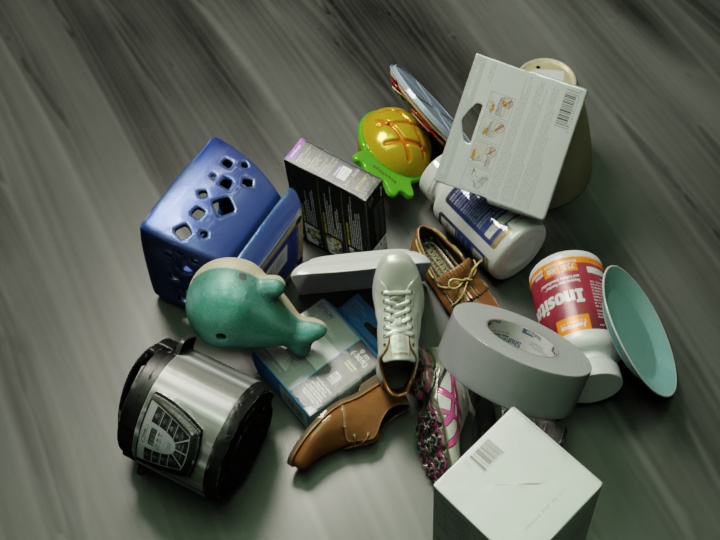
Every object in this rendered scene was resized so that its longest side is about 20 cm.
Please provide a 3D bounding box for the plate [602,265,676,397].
[{"bbox_3d":[0.388,0.089,1.625,0.025,0.199,0.202,-29,51,30],"label":"plate"}]

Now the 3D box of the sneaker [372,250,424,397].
[{"bbox_3d":[0.056,0.077,1.565,0.072,0.202,0.085,-3,15,-6],"label":"sneaker"}]

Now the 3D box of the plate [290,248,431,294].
[{"bbox_3d":[0.000,0.000,1.679,0.197,0.200,0.033,-5,82,0],"label":"plate"}]

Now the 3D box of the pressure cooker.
[{"bbox_3d":[-0.239,0.201,1.570,0.198,0.179,0.177,24,60,14],"label":"pressure cooker"}]

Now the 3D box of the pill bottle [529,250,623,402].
[{"bbox_3d":[0.315,0.081,1.655,0.112,0.113,0.202,-7,56,-2],"label":"pill bottle"}]

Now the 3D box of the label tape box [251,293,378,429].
[{"bbox_3d":[-0.038,0.120,1.679,0.199,0.066,0.143,-36,62,-17],"label":"label tape box"}]

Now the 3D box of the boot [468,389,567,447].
[{"bbox_3d":[0.223,0.171,1.641,0.130,0.070,0.202,0,62,-6],"label":"boot"}]

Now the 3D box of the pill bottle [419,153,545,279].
[{"bbox_3d":[0.184,-0.090,1.776,0.110,0.111,0.200,-33,61,-18],"label":"pill bottle"}]

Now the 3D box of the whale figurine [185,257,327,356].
[{"bbox_3d":[-0.148,0.070,1.582,0.199,0.159,0.104,30,43,-15],"label":"whale figurine"}]

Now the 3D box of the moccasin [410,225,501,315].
[{"bbox_3d":[0.147,0.010,1.732,0.073,0.078,0.202,-25,59,-13],"label":"moccasin"}]

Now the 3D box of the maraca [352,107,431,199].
[{"bbox_3d":[0.050,-0.187,1.835,0.136,0.107,0.201,31,39,-9],"label":"maraca"}]

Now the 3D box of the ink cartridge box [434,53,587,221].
[{"bbox_3d":[0.219,-0.195,1.686,0.172,0.044,0.202,19,93,4],"label":"ink cartridge box"}]

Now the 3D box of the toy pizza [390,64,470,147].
[{"bbox_3d":[0.111,-0.251,1.855,0.032,0.200,0.201,-42,59,14],"label":"toy pizza"}]

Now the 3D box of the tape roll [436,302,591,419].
[{"bbox_3d":[0.204,0.118,1.529,0.198,0.067,0.201,19,16,-6],"label":"tape roll"}]

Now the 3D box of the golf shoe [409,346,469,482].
[{"bbox_3d":[0.122,0.200,1.612,0.091,0.073,0.202,5,63,-26],"label":"golf shoe"}]

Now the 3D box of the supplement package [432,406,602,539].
[{"bbox_3d":[0.193,0.311,1.459,0.151,0.201,0.150,-40,63,-21],"label":"supplement package"}]

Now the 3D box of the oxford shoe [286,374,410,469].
[{"bbox_3d":[-0.015,0.222,1.610,0.199,0.072,0.071,-34,65,-20],"label":"oxford shoe"}]

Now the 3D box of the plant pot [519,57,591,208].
[{"bbox_3d":[0.284,-0.232,1.810,0.185,0.201,0.189,-1,56,2],"label":"plant pot"}]

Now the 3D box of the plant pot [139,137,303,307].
[{"bbox_3d":[-0.195,-0.043,1.720,0.179,0.201,0.201,28,61,13],"label":"plant pot"}]

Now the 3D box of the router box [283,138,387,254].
[{"bbox_3d":[-0.034,-0.092,1.735,0.148,0.201,0.051,29,63,20],"label":"router box"}]
